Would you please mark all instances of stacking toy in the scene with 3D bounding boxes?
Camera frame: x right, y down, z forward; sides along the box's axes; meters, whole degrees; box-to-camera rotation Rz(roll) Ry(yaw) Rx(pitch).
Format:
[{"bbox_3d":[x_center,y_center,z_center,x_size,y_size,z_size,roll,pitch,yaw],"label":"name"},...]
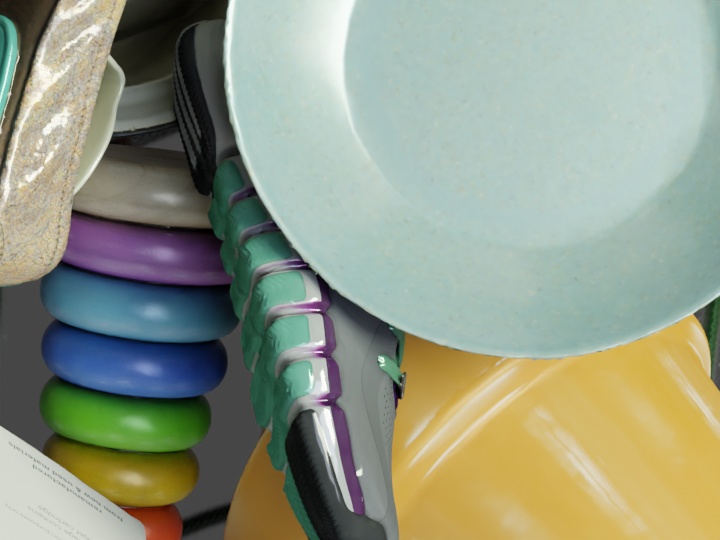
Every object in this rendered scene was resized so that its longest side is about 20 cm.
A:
[{"bbox_3d":[-0.085,0.057,1.062,0.085,0.085,0.200,3,98,-28],"label":"stacking toy"}]

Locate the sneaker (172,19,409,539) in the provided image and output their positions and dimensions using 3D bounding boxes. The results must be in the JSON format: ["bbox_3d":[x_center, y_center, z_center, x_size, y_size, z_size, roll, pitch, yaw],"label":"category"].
[{"bbox_3d":[0.000,0.000,0.975,0.087,0.074,0.200,-13,76,-12],"label":"sneaker"}]

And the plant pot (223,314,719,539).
[{"bbox_3d":[0.083,0.112,1.048,0.200,0.183,0.200,-32,146,-24],"label":"plant pot"}]

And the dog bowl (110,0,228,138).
[{"bbox_3d":[-0.104,-0.149,1.029,0.200,0.074,0.200,-3,97,-27],"label":"dog bowl"}]

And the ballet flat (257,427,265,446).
[{"bbox_3d":[0.022,0.019,1.127,0.200,0.068,0.075,-28,86,-28],"label":"ballet flat"}]

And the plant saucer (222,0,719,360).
[{"bbox_3d":[0.056,-0.071,0.949,0.201,0.039,0.201,0,88,1],"label":"plant saucer"}]

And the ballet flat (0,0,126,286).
[{"bbox_3d":[-0.102,-0.088,0.968,0.067,0.068,0.200,18,93,-47],"label":"ballet flat"}]

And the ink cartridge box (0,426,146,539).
[{"bbox_3d":[-0.138,0.166,0.951,0.084,0.200,0.145,37,108,-25],"label":"ink cartridge box"}]
